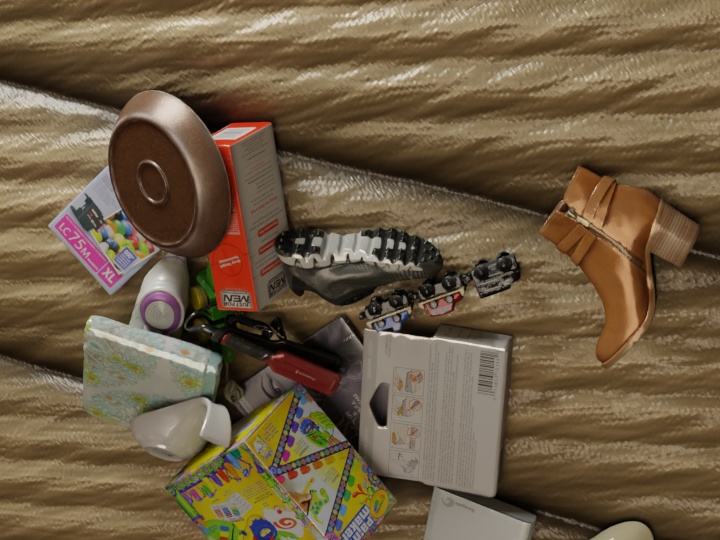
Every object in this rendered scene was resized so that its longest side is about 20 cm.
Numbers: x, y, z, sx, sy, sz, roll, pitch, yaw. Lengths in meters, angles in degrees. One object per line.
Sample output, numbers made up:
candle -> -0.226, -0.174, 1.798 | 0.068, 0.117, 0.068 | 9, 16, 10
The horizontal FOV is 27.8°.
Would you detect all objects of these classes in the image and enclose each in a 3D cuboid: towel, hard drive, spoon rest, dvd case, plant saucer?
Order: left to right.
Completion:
towel -> -0.260, 0.140, 1.796 | 0.170, 0.048, 0.201 | 15, 144, -2
plant saucer -> -0.228, -0.105, 1.668 | 0.199, 0.034, 0.202 | 21, 123, 36
spoon rest -> -0.213, 0.194, 1.779 | 0.099, 0.061, 0.200 | 27, 156, -25
dvd case -> -0.051, 0.163, 1.815 | 0.199, 0.016, 0.149 | -34, 98, 26
hard drive -> 0.138, 0.373, 1.822 | 0.131, 0.027, 0.202 | 19, 115, 20

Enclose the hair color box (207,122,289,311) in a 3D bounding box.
hair color box -> -0.135, -0.063, 1.701 | 0.061, 0.101, 0.202 | 1, 111, 28

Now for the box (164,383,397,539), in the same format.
box -> -0.100, 0.276, 1.782 | 0.193, 0.122, 0.200 | 51, 137, -6

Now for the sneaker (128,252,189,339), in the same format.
sneaker -> -0.247, 0.058, 1.811 | 0.074, 0.100, 0.200 | 18, 139, -10

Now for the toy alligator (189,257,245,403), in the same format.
toy alligator -> -0.178, 0.068, 1.802 | 0.054, 0.059, 0.202 | 34, 135, 53

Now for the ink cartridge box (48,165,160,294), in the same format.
ink cartridge box -> -0.280, -0.074, 1.783 | 0.200, 0.042, 0.119 | -40, 95, 25

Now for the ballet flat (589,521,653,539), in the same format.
ballet flat -> 0.273, 0.377, 1.767 | 0.200, 0.070, 0.070 | -40, 95, 26

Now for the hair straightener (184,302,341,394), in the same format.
hair straightener -> -0.117, 0.088, 1.757 | 0.199, 0.077, 0.041 | 19, 121, -10

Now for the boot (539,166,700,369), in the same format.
boot -> 0.265, -0.004, 1.611 | 0.154, 0.077, 0.201 | 27, 114, 4

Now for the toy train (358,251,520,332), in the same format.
toy train -> 0.093, 0.030, 1.691 | 0.199, 0.034, 0.046 | -19, 104, 14

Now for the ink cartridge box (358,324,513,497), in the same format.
ink cartridge box -> 0.089, 0.164, 1.754 | 0.175, 0.045, 0.202 | 9, 113, 14

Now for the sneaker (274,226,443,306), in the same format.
sneaker -> 0.000, 0.000, 1.710 | 0.198, 0.067, 0.091 | 2, 127, 8
